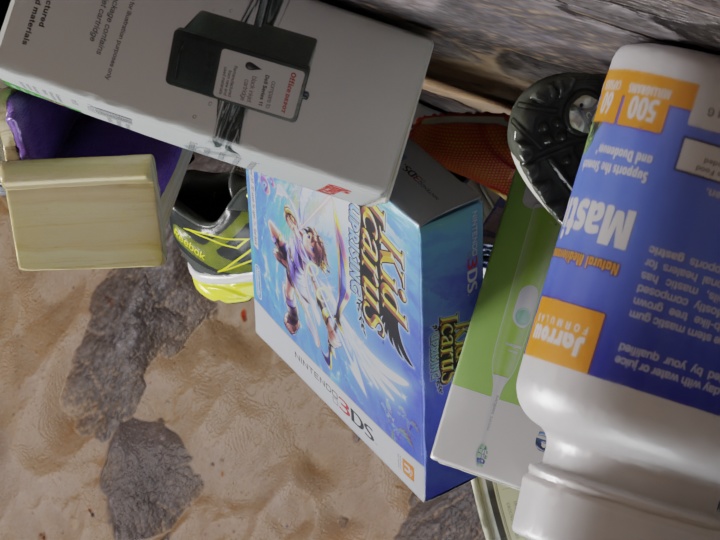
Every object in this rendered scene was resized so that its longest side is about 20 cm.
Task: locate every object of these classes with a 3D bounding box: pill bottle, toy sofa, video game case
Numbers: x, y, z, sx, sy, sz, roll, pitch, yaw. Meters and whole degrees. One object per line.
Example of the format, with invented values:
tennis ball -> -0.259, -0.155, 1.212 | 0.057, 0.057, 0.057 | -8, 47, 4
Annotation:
pill bottle -> 0.126, 0.019, 1.069 | 0.111, 0.201, 0.112 | 17, 179, 0
toy sofa -> -0.134, -0.087, 1.459 | 0.082, 0.098, 0.200 | -1, -152, 8
video game case -> 0.000, 0.000, 1.490 | 0.045, 0.201, 0.181 | -24, -136, -25

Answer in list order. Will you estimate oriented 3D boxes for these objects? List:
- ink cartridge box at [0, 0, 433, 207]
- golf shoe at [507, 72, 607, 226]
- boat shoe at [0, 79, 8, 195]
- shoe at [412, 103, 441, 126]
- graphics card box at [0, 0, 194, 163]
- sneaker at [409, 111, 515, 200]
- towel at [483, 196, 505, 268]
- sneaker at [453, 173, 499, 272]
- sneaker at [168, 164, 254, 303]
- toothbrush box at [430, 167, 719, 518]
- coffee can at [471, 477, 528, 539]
ink cartridge box -> -0.072, -0.101, 1.315 | 0.199, 0.084, 0.147 | 19, 179, -5
golf shoe -> 0.120, -0.048, 1.253 | 0.088, 0.078, 0.200 | 26, -175, 42
boat shoe -> -0.241, -0.123, 1.449 | 0.200, 0.074, 0.067 | 48, 163, -9
shoe -> -0.011, -0.073, 1.671 | 0.071, 0.092, 0.200 | 17, 179, 35
graphics card box -> -0.198, -0.122, 1.605 | 0.200, 0.051, 0.126 | 19, -142, -52
sneaker -> 0.119, -0.042, 1.524 | 0.199, 0.078, 0.073 | 18, 179, 9
towel -> 0.175, -0.017, 1.590 | 0.199, 0.024, 0.147 | 18, -143, 14
sneaker -> 0.091, -0.015, 1.759 | 0.200, 0.074, 0.087 | 55, -171, 29
sneaker -> -0.037, -0.032, 1.618 | 0.199, 0.075, 0.085 | -13, 130, 31
toothbrush box -> 0.141, 0.028, 1.413 | 0.145, 0.201, 0.086 | 16, 178, 25
coffee can -> 0.176, 0.109, 1.662 | 0.199, 0.147, 0.146 | -13, 173, 11
